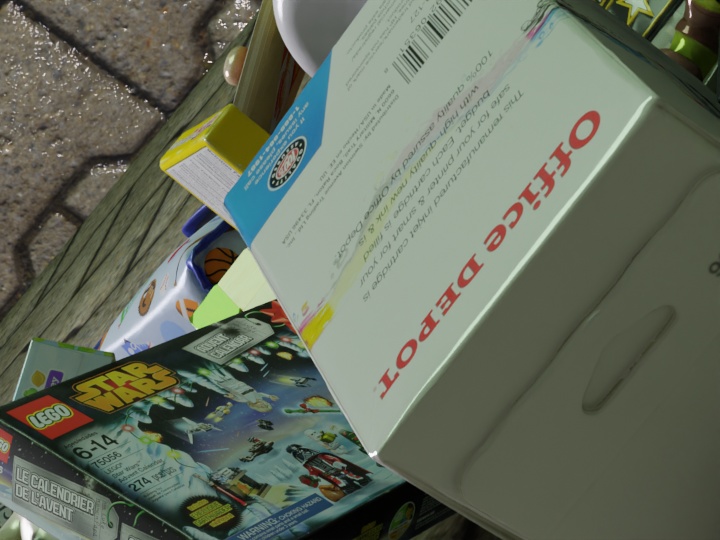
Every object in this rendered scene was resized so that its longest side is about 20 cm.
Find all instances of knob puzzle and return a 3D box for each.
[{"bbox_3d":[-0.045,-0.128,1.191,0.220,0.030,0.220,19,-90,-87],"label":"knob puzzle"}]

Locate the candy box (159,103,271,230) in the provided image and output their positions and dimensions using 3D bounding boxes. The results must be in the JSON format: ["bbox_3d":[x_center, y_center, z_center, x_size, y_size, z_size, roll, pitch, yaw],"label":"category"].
[{"bbox_3d":[0.000,0.000,1.080,0.026,0.200,0.102,-54,11,-16],"label":"candy box"}]

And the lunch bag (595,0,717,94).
[{"bbox_3d":[0.142,-0.121,1.094,0.164,0.117,0.200,-53,17,14],"label":"lunch bag"}]

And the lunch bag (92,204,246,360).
[{"bbox_3d":[-0.061,0.001,1.561,0.200,0.124,0.170,-44,4,-37],"label":"lunch bag"}]

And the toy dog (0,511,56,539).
[{"bbox_3d":[-0.095,0.142,1.115,0.193,0.140,0.200,-19,-30,-5],"label":"toy dog"}]

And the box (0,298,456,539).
[{"bbox_3d":[-0.045,0.078,0.998,0.200,0.137,0.040,-22,-48,-53],"label":"box"}]

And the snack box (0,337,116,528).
[{"bbox_3d":[-0.180,0.155,1.305,0.142,0.053,0.201,88,-164,-68],"label":"snack box"}]

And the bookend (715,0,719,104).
[{"bbox_3d":[0.155,-0.125,0.825,0.092,0.200,0.199,-48,12,29],"label":"bookend"}]

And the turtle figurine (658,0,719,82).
[{"bbox_3d":[0.124,-0.033,0.974,0.161,0.064,0.200,-53,37,12],"label":"turtle figurine"}]

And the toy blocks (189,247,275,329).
[{"bbox_3d":[0.020,-0.018,1.266,0.200,0.137,0.100,-52,54,8],"label":"toy blocks"}]

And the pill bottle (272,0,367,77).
[{"bbox_3d":[0.036,-0.173,1.104,0.109,0.109,0.200,-42,18,45],"label":"pill bottle"}]

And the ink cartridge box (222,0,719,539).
[{"bbox_3d":[0.069,-0.007,0.829,0.147,0.144,0.200,-52,30,12],"label":"ink cartridge box"}]
